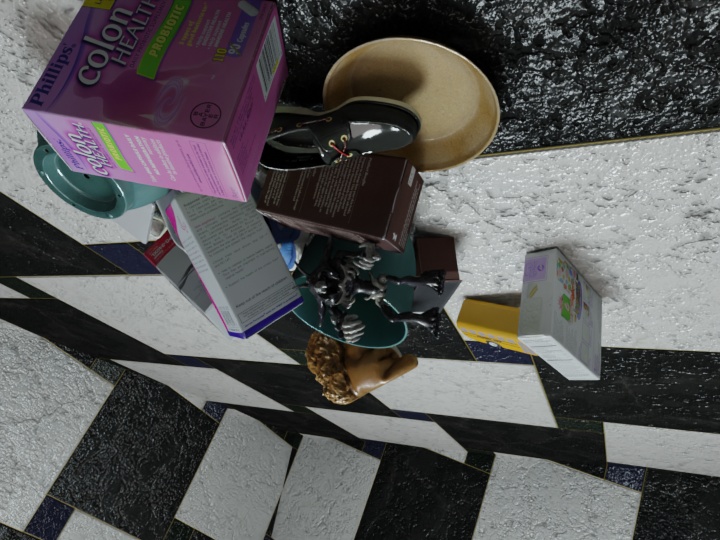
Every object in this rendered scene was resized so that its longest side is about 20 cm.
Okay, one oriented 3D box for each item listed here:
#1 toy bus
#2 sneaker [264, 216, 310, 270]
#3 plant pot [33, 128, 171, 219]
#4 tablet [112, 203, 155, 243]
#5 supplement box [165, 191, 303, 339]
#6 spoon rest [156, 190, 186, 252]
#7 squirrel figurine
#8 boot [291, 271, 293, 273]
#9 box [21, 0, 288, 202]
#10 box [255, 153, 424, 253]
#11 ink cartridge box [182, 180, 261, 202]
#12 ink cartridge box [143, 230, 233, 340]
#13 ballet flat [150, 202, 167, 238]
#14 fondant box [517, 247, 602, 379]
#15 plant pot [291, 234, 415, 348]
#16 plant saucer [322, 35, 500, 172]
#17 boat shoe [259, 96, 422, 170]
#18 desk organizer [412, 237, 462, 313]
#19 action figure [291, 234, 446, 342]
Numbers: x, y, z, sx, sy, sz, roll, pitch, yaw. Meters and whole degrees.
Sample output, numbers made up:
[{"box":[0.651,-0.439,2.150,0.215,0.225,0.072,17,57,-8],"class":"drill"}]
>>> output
[{"box":[0.287,0.109,0.996,0.197,0.066,0.078,10,158,41],"class":"toy bus"},{"box":[-0.129,-0.063,0.846,0.087,0.080,0.201,9,155,-10],"class":"sneaker"},{"box":[-0.321,-0.154,0.670,0.195,0.136,0.202,12,145,9],"class":"plant pot"},{"box":[-0.425,-0.134,0.860,0.198,0.014,0.130,37,142,-7],"class":"tablet"},{"box":[-0.176,-0.021,0.732,0.101,0.102,0.203,-6,113,63],"class":"supplement box"},{"box":[-0.288,-0.086,0.833,0.200,0.061,0.100,43,170,22],"class":"spoon rest"},{"box":[-0.015,0.124,0.940,0.197,0.190,0.142,-27,169,2],"class":"squirrel figurine"},{"box":[-0.037,0.022,1.023,0.197,0.068,0.174,26,150,-23],"class":"boot"},{"box":[-0.193,-0.186,0.538,0.195,0.180,0.097,10,156,6],"class":"box"},{"box":[-0.028,-0.097,0.676,0.196,0.102,0.075,15,173,30],"class":"box"},{"box":[-0.219,-0.124,0.840,0.116,0.043,0.201,3,155,20],"class":"ink cartridge box"},{"box":[-0.312,0.027,1.040,0.199,0.083,0.146,38,163,24],"class":"ink cartridge box"},{"box":[-0.334,-0.084,0.939,0.196,0.074,0.072,18,154,-11],"class":"ballet flat"},{"box":[0.333,0.077,0.864,0.057,0.147,0.199,-9,147,42],"class":"fondant box"},{"box":[0.000,0.000,0.826,0.196,0.164,0.202,16,150,9],"class":"plant pot"},{"box":[0.056,-0.186,0.586,0.195,0.036,0.201,11,154,5],"class":"plant saucer"},{"box":[-0.028,-0.147,0.594,0.196,0.064,0.074,2,151,20],"class":"boat shoe"},{"box":[0.113,0.023,0.920,0.070,0.079,0.201,-1,155,-7],"class":"desk organizer"},{"box":[0.005,0.023,0.649,0.195,0.122,0.102,7,-177,4],"class":"action figure"}]
